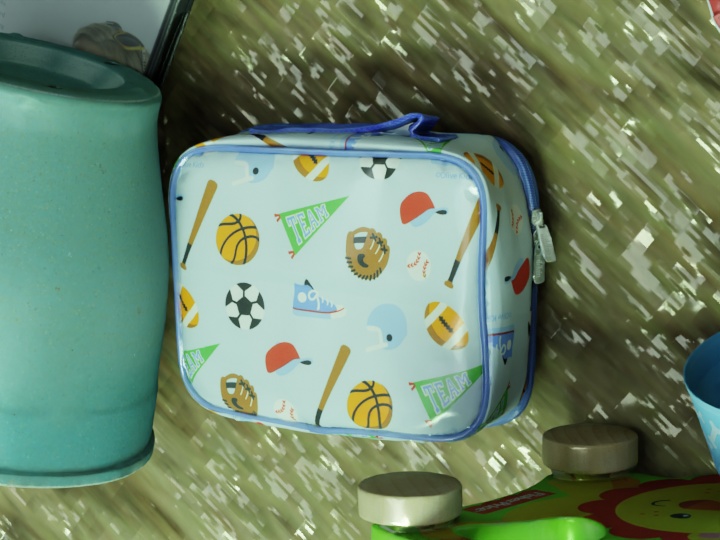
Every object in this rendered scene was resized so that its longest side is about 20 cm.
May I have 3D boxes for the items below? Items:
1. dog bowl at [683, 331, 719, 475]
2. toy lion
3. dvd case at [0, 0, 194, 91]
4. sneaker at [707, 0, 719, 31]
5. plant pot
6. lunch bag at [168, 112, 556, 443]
[{"bbox_3d":[0.241,0.065,1.062,0.199,0.111,0.050,5,116,28],"label":"dog bowl"},{"bbox_3d":[0.126,0.122,1.089,0.191,0.199,0.069,6,102,47],"label":"toy lion"},{"bbox_3d":[-0.157,-0.138,1.267,0.142,0.018,0.201,38,129,18],"label":"dvd case"},{"bbox_3d":[0.214,-0.110,0.941,0.200,0.071,0.113,40,113,24],"label":"sneaker"},{"bbox_3d":[-0.182,-0.017,1.214,0.199,0.200,0.189,20,104,24],"label":"plant pot"},{"bbox_3d":[0.000,0.000,1.201,0.199,0.075,0.162,4,99,29],"label":"lunch bag"}]
